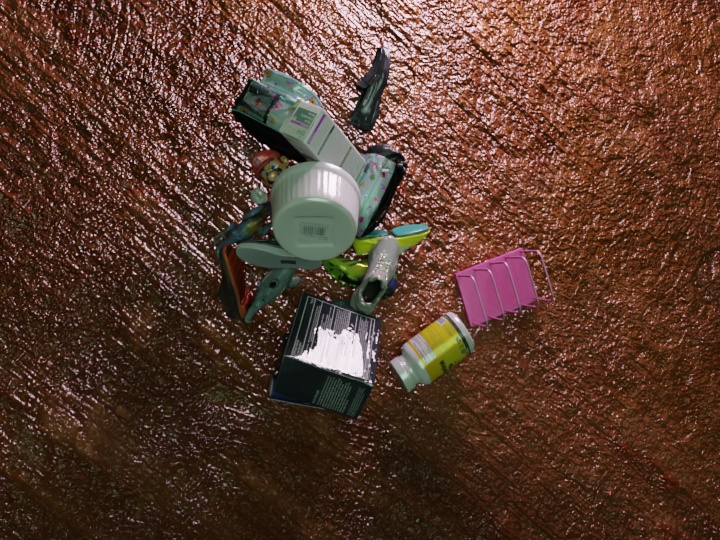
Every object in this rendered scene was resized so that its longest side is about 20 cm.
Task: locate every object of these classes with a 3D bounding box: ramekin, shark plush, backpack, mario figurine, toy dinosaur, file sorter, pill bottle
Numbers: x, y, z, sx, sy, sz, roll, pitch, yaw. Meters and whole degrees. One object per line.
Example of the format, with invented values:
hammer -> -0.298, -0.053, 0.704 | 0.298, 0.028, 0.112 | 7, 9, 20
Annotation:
ramekin -> -0.094, -0.114, 1.143 | 0.193, 0.204, 0.100 | 5, 48, -9
shark plush -> -0.211, 0.029, 1.272 | 0.199, 0.083, 0.092 | -40, 94, -25
backpack -> -0.160, -0.335, 1.228 | 0.198, 0.176, 0.155 | 36, 88, 15
backpack -> 0.014, -0.181, 1.284 | 0.124, 0.167, 0.204 | 28, 79, 2
mario figurine -> -0.164, -0.179, 1.216 | 0.200, 0.105, 0.125 | 43, 64, -16
toy dinosaur -> -0.265, -0.083, 1.299 | 0.178, 0.202, 0.106 | -24, 112, 27
file sorter -> 0.359, 0.044, 1.369 | 0.194, 0.125, 0.143 | -20, 94, -8
pill bottle -> 0.172, 0.203, 1.348 | 0.197, 0.112, 0.114 | -34, 96, -6

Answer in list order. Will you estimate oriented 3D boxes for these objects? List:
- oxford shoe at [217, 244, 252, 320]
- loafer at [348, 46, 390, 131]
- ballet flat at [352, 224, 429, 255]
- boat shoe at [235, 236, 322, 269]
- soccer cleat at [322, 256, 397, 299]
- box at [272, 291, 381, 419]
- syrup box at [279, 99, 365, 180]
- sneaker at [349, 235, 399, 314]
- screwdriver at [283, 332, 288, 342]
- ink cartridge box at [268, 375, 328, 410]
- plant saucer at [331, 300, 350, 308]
oxford shoe -> -0.299, 0.033, 1.250 | 0.070, 0.072, 0.205 | -1, 124, 8
loafer -> 0.022, -0.441, 1.327 | 0.068, 0.068, 0.207 | 14, 93, -18
ballet flat -> 0.075, -0.070, 1.356 | 0.193, 0.067, 0.069 | -6, 114, -7
boat shoe -> -0.179, -0.045, 1.237 | 0.193, 0.069, 0.058 | 7, 56, -8
soccer cleat -> 0.000, 0.001, 1.349 | 0.195, 0.065, 0.086 | 23, 61, -6
box -> -0.068, 0.180, 1.192 | 0.193, 0.203, 0.125 | 20, 127, -6
syrup box -> -0.075, -0.257, 1.148 | 0.078, 0.200, 0.083 | 28, 83, 33
sneaker -> 0.046, 0.010, 1.268 | 0.076, 0.099, 0.205 | 24, 77, -8
screwdriver -> -0.093, 0.184, 1.343 | 0.193, 0.028, 0.030 | 16, 60, -6
ink cartridge box -> -0.111, 0.279, 1.257 | 0.191, 0.200, 0.049 | 12, 80, -10
plant saucer -> -0.047, 0.170, 1.323 | 0.193, 0.036, 0.208 | 3, 76, -10
